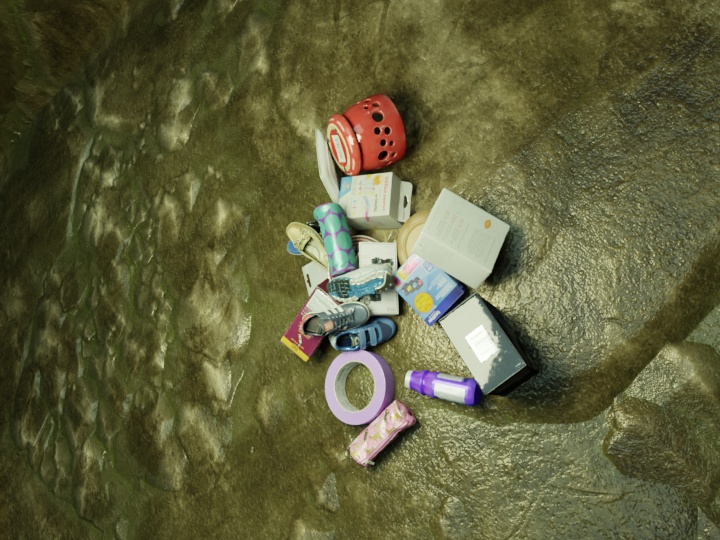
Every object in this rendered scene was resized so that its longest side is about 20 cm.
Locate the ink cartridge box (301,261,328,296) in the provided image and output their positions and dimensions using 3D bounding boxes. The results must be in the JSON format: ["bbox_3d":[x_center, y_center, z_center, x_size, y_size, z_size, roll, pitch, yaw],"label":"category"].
[{"bbox_3d":[-0.081,0.001,1.608,0.197,0.050,0.112,-27,68,23],"label":"ink cartridge box"}]

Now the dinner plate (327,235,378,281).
[{"bbox_3d":[0.000,0.000,1.522,0.194,0.024,0.207,2,80,-12],"label":"dinner plate"}]

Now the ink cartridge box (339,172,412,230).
[{"bbox_3d":[0.050,-0.202,1.534,0.195,0.124,0.133,-1,77,30],"label":"ink cartridge box"}]

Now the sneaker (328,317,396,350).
[{"bbox_3d":[0.006,0.185,1.466,0.194,0.082,0.076,-13,100,1],"label":"sneaker"}]

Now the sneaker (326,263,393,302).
[{"bbox_3d":[0.002,0.026,1.416,0.194,0.087,0.077,-11,117,19],"label":"sneaker"}]

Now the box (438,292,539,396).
[{"bbox_3d":[0.311,0.181,1.252,0.122,0.197,0.203,-37,63,14],"label":"box"}]

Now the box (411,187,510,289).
[{"bbox_3d":[0.253,-0.080,1.326,0.197,0.107,0.154,30,63,3],"label":"box"}]

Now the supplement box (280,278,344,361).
[{"bbox_3d":[-0.127,0.142,1.529,0.102,0.131,0.202,37,104,4],"label":"supplement box"}]

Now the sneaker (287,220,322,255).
[{"bbox_3d":[-0.172,-0.104,1.647,0.195,0.111,0.079,-9,74,28],"label":"sneaker"}]

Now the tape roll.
[{"bbox_3d":[-0.003,0.329,1.479,0.195,0.065,0.207,-7,76,28],"label":"tape roll"}]

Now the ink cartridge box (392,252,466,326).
[{"bbox_3d":[0.190,0.050,1.396,0.200,0.076,0.137,45,109,7],"label":"ink cartridge box"}]

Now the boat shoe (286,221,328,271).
[{"bbox_3d":[-0.143,-0.069,1.550,0.200,0.063,0.073,43,106,3],"label":"boat shoe"}]

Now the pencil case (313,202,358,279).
[{"bbox_3d":[-0.069,-0.082,1.468,0.091,0.084,0.206,-25,76,42],"label":"pencil case"}]

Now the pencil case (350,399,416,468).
[{"bbox_3d":[0.060,0.438,1.406,0.201,0.082,0.087,-48,61,11],"label":"pencil case"}]

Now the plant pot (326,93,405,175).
[{"bbox_3d":[0.012,-0.386,1.519,0.179,0.203,0.202,-26,60,-20],"label":"plant pot"}]

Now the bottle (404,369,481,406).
[{"bbox_3d":[0.211,0.299,1.350,0.195,0.083,0.067,5,81,30],"label":"bottle"}]

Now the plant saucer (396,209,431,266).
[{"bbox_3d":[0.188,-0.066,1.447,0.194,0.035,0.207,0,91,21],"label":"plant saucer"}]

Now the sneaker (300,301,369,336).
[{"bbox_3d":[-0.071,0.139,1.405,0.194,0.085,0.077,-15,99,12],"label":"sneaker"}]

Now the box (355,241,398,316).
[{"bbox_3d":[0.046,0.025,1.484,0.113,0.060,0.207,0,80,-11],"label":"box"}]

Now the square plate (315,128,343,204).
[{"bbox_3d":[-0.084,-0.294,1.572,0.028,0.201,0.203,-15,56,11],"label":"square plate"}]
